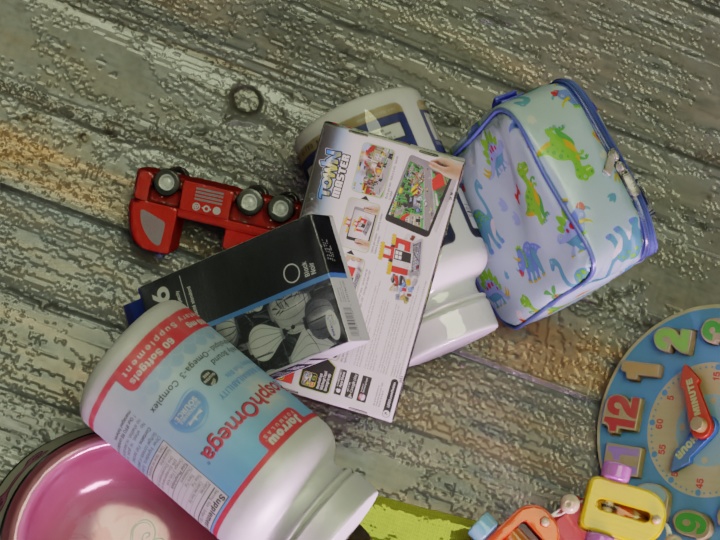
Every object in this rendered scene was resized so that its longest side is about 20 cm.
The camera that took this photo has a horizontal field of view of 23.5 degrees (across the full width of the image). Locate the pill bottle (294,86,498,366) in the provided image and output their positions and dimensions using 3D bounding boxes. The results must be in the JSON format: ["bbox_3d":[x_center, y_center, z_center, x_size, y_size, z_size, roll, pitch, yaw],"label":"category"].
[{"bbox_3d":[0.033,-0.032,1.361,0.110,0.111,0.201,-19,80,-20],"label":"pill bottle"}]

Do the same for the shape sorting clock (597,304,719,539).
[{"bbox_3d":[0.273,0.124,1.358,0.039,0.199,0.201,20,66,-46],"label":"shape sorting clock"}]

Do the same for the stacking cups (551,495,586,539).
[{"bbox_3d":[0.220,0.266,1.363,0.060,0.061,0.201,-31,83,-22],"label":"stacking cups"}]

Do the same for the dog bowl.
[{"bbox_3d":[-0.174,0.205,1.253,0.199,0.074,0.202,4,74,-15],"label":"dog bowl"}]

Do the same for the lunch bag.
[{"bbox_3d":[0.138,-0.052,1.349,0.082,0.200,0.161,-26,82,-22],"label":"lunch bag"}]

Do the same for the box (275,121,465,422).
[{"bbox_3d":[0.000,0.000,1.286,0.109,0.035,0.201,16,97,3],"label":"box"}]

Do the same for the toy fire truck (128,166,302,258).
[{"bbox_3d":[-0.089,0.006,1.337,0.199,0.049,0.142,13,96,3],"label":"toy fire truck"}]

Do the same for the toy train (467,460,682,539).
[{"bbox_3d":[0.184,0.234,1.314,0.200,0.056,0.150,42,81,10],"label":"toy train"}]

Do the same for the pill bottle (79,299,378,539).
[{"bbox_3d":[-0.089,0.121,1.197,0.200,0.109,0.109,38,67,10],"label":"pill bottle"}]

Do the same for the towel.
[{"bbox_3d":[0.017,0.214,1.326,0.199,0.018,0.087,15,69,-6],"label":"towel"}]

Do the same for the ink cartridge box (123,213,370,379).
[{"bbox_3d":[-0.095,0.039,1.273,0.039,0.199,0.100,1,68,-62],"label":"ink cartridge box"}]

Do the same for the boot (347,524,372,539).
[{"bbox_3d":[-0.038,0.276,1.246,0.074,0.097,0.201,19,84,-8],"label":"boot"}]
